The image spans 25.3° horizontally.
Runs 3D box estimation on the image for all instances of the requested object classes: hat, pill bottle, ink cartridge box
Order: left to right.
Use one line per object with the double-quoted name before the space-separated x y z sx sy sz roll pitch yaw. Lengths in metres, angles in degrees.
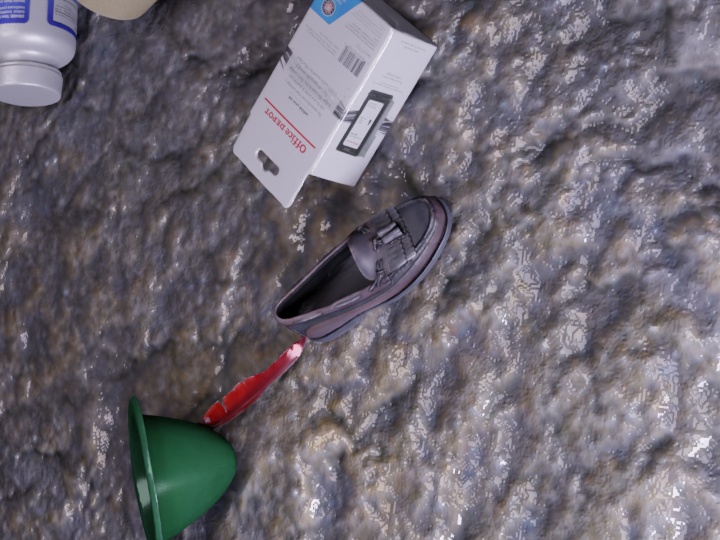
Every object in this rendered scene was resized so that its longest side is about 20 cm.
"pill bottle" -0.387 -0.299 1.873 0.112 0.112 0.202 -10 74 41
"hat" -0.133 0.189 1.597 0.200 0.175 0.167 111 147 -64
"ink cartridge box" -0.028 -0.164 1.538 0.116 0.068 0.201 47 112 39

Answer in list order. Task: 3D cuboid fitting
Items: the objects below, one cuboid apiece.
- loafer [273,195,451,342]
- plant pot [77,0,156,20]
"loafer" 0.000 0.000 1.479 0.200 0.063 0.072 -41 56 30
"plant pot" -0.243 -0.378 1.726 0.188 0.186 0.201 57 131 34
